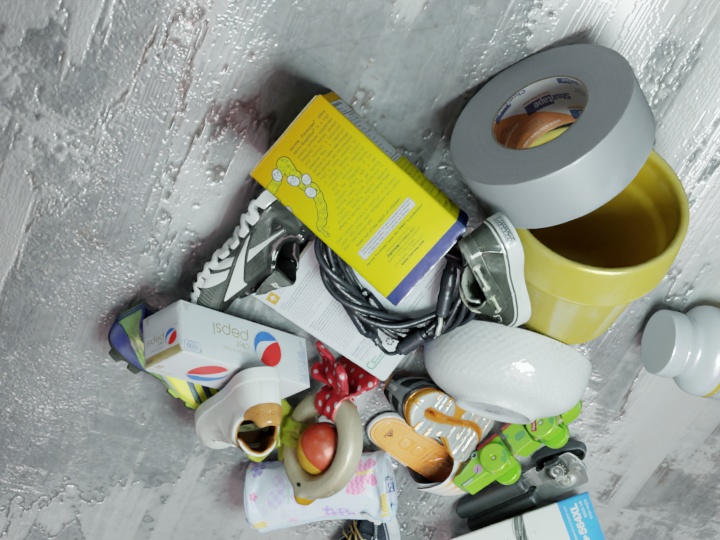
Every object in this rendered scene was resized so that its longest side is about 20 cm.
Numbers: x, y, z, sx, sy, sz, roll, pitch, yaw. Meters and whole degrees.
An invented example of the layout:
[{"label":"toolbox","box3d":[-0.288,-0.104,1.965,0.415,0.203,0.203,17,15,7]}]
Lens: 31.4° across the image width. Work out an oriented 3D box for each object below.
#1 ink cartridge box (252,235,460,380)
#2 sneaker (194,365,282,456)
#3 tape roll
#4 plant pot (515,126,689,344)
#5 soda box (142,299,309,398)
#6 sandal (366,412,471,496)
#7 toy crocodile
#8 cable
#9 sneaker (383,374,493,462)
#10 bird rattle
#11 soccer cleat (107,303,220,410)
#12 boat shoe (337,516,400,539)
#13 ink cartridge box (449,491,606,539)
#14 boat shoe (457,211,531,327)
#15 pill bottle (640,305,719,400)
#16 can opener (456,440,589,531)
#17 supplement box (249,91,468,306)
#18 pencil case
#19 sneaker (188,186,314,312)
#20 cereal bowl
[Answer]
[{"label":"ink cartridge box","box3d":[0.000,0.000,1.457,0.200,0.043,0.197,34,118,-6]},{"label":"sneaker","box3d":[-0.142,0.184,1.474,0.072,0.085,0.200,-2,155,-24]},{"label":"tape roll","box3d":[0.193,-0.137,1.292,0.200,0.201,0.066,-28,127,13]},{"label":"plant pot","box3d":[0.241,-0.023,1.407,0.200,0.202,0.189,-3,144,-6]},{"label":"soda box","box3d":[-0.151,0.096,1.462,0.068,0.064,0.200,-26,148,35]},{"label":"sandal","box3d":[0.091,0.256,1.674,0.206,0.059,0.079,30,118,-28]},{"label":"toy crocodile","box3d":[0.202,0.217,1.638,0.200,0.062,0.067,-39,146,10]},{"label":"cable","box3d":[0.042,-0.004,1.395,0.163,0.051,0.201,-22,109,21]},{"label":"sneaker","box3d":[0.101,0.178,1.611,0.078,0.077,0.200,-54,140,-3]},{"label":"bird rattle","box3d":[-0.042,0.192,1.549,0.200,0.164,0.112,-33,146,27]},{"label":"soccer cleat","box3d":[-0.203,0.106,1.507,0.200,0.065,0.084,33,117,-29]},{"label":"boat shoe","box3d":[0.005,0.363,1.735,0.090,0.071,0.201,-11,131,-6]},{"label":"ink cartridge box","box3d":[0.224,0.374,1.725,0.199,0.085,0.146,-18,164,1]},{"label":"boat shoe","box3d":[0.131,0.009,1.323,0.063,0.071,0.200,-28,150,-5]},{"label":"pill bottle","box3d":[0.453,0.105,1.580,0.199,0.112,0.112,12,125,-17]},{"label":"can opener","box3d":[0.222,0.288,1.727,0.200,0.067,0.053,-30,108,30]},{"label":"supplement box","box3d":[0.002,-0.076,1.307,0.200,0.109,0.110,42,101,-1]},{"label":"pencil case","box3d":[-0.050,0.283,1.639,0.199,0.083,0.091,-6,88,9]},{"label":"sneaker","box3d":[-0.118,0.000,1.415,0.090,0.066,0.200,44,117,14]},{"label":"cereal bowl","box3d":[0.166,0.127,1.501,0.199,0.084,0.200,14,164,4]}]
